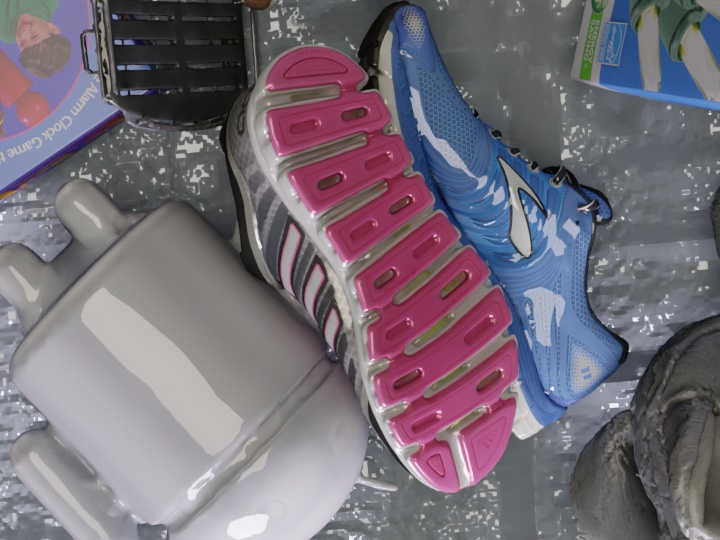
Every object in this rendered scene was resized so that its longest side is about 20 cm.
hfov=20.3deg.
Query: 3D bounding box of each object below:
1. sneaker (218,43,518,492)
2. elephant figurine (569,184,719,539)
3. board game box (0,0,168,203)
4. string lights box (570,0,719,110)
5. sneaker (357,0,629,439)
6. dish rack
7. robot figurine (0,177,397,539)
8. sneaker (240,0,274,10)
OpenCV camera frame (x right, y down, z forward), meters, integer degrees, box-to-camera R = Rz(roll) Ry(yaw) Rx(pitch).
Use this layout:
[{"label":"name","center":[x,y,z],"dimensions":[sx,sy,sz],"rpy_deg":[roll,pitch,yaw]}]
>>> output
[{"label":"sneaker","center":[0.000,0.000,0.852],"dimensions":[0.073,0.087,0.201],"rpy_deg":[-33,105,-22]},{"label":"elephant figurine","center":[0.160,0.090,0.878],"dimensions":[0.141,0.155,0.201],"rpy_deg":[-37,91,30]},{"label":"board game box","center":[-0.204,-0.087,0.925],"dimensions":[0.199,0.045,0.135],"rpy_deg":[-33,92,5]},{"label":"string lights box","center":[0.168,-0.114,0.822],"dimensions":[0.058,0.200,0.104],"rpy_deg":[9,95,-25]},{"label":"sneaker","center":[0.061,-0.031,0.907],"dimensions":[0.089,0.079,0.201],"rpy_deg":[-26,99,-6]},{"label":"dish rack","center":[-0.071,-0.161,0.861],"dimensions":[0.054,0.153,0.202],"rpy_deg":[-2,95,24]},{"label":"robot figurine","center":[-0.075,0.050,0.894],"dimensions":[0.170,0.113,0.200],"rpy_deg":[-44,91,-2]},{"label":"sneaker","center":[0.023,-0.159,0.870],"dimensions":[0.198,0.070,0.076],"rpy_deg":[-10,119,-31]}]
